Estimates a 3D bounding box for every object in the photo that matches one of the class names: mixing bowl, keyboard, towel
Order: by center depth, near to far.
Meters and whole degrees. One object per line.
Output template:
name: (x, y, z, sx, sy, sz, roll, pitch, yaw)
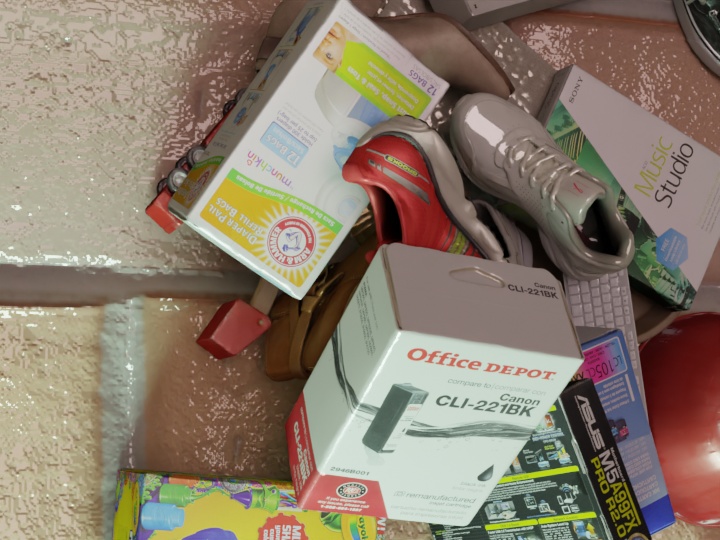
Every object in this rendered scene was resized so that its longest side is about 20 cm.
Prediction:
keyboard: (0.220, 0.096, 1.170, 0.056, 0.011, 0.202, -8, 96, 10)
towel: (0.082, -0.174, 1.180, 0.200, 0.034, 0.133, 40, 74, -11)
mixing bowl: (0.345, 0.133, 1.193, 0.199, 0.108, 0.202, 2, 84, -19)

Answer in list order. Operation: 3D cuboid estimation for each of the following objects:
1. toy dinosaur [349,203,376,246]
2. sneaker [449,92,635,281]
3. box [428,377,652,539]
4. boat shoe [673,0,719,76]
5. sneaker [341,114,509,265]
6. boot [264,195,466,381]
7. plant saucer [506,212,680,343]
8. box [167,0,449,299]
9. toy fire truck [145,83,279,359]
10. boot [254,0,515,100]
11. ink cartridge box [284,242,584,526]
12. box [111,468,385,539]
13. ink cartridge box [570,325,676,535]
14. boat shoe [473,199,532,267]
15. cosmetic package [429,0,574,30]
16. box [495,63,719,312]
toy dinosaur: (0.027, -0.063, 1.135, 0.101, 0.058, 0.201, -29, 93, -18)
sneaker: (0.159, -0.074, 1.090, 0.200, 0.099, 0.078, 42, 80, -11)
box: (0.129, 0.182, 1.063, 0.044, 0.200, 0.161, -20, 89, -40)
boat shoe: (0.341, -0.276, 1.261, 0.073, 0.068, 0.201, -21, 91, -20)
sneaker: (0.047, -0.016, 0.976, 0.085, 0.077, 0.201, -38, 112, -17)
boot: (0.000, 0.000, 1.077, 0.074, 0.154, 0.201, 46, 47, -23)
plant saucer: (0.219, -0.029, 1.211, 0.199, 0.029, 0.202, 3, 82, -18)
box: (-0.043, -0.094, 1.013, 0.112, 0.101, 0.201, 36, 87, -18)
toy fire truck: (-0.097, -0.043, 1.094, 0.141, 0.049, 0.200, 42, 71, -11)
boot: (0.014, -0.161, 1.104, 0.200, 0.070, 0.147, 39, 76, -7)
ink cartridge box: (0.048, 0.087, 0.951, 0.143, 0.201, 0.084, 10, 41, -21)
box: (-0.093, 0.260, 1.020, 0.191, 0.122, 0.202, 6, 81, -19)
ink cartridge box: (0.183, 0.151, 1.111, 0.076, 0.136, 0.201, -21, 97, -20)
boat shoe: (0.108, 0.018, 1.078, 0.066, 0.072, 0.201, 45, 33, -31)
cosmetic package: (0.144, -0.272, 1.181, 0.199, 0.051, 0.083, -20, 84, -33)
box: (0.235, -0.072, 1.187, 0.199, 0.036, 0.145, 28, 77, -13)
